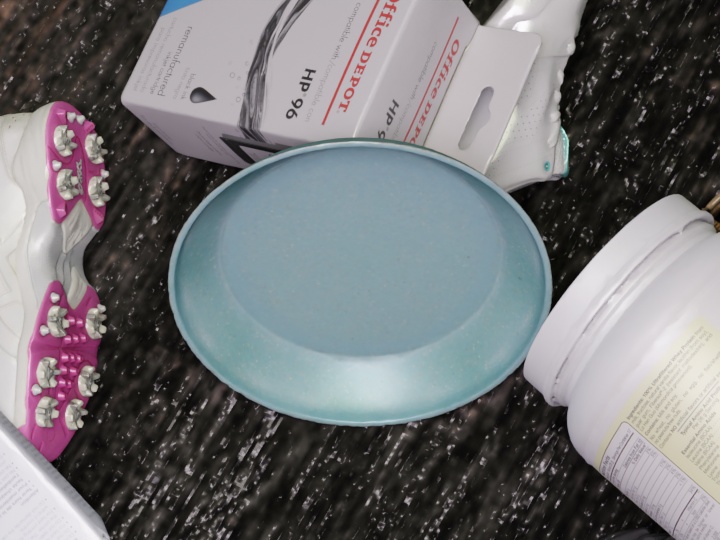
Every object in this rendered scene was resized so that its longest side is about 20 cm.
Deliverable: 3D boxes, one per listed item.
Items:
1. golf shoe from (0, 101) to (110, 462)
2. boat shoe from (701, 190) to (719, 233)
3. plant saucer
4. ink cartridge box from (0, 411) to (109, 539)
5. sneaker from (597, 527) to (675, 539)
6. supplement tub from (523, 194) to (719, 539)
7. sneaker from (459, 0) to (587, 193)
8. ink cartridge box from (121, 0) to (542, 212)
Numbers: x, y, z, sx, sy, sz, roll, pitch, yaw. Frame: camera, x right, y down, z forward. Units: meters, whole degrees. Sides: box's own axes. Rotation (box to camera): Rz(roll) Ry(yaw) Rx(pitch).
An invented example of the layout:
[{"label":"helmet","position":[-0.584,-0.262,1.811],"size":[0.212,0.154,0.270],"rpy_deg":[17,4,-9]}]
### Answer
[{"label":"golf shoe","position":[-0.189,0.009,1.322],"size":[0.091,0.075,0.201],"rpy_deg":[-4,73,21]},{"label":"boat shoe","position":[0.196,0.000,1.306],"size":[0.072,0.072,0.200],"rpy_deg":[26,75,9]},{"label":"plant saucer","position":[0.000,0.000,1.266],"size":[0.199,0.200,0.036],"rpy_deg":[0,41,1]},{"label":"ink cartridge box","position":[-0.235,0.166,1.254],"size":[0.200,0.041,0.200],"rpy_deg":[-42,87,3]},{"label":"sneaker","position":[0.140,0.196,1.243],"size":[0.200,0.077,0.111],"rpy_deg":[-39,82,-14]},{"label":"supplement tub","position":[0.194,0.071,1.189],"size":[0.200,0.145,0.145],"rpy_deg":[42,78,17]},{"label":"sneaker","position":[0.089,-0.092,1.347],"size":[0.088,0.075,0.200],"rpy_deg":[35,82,-2]},{"label":"ink cartridge box","position":[-0.016,-0.110,1.305],"size":[0.200,0.068,0.116],"rpy_deg":[13,72,33]}]
